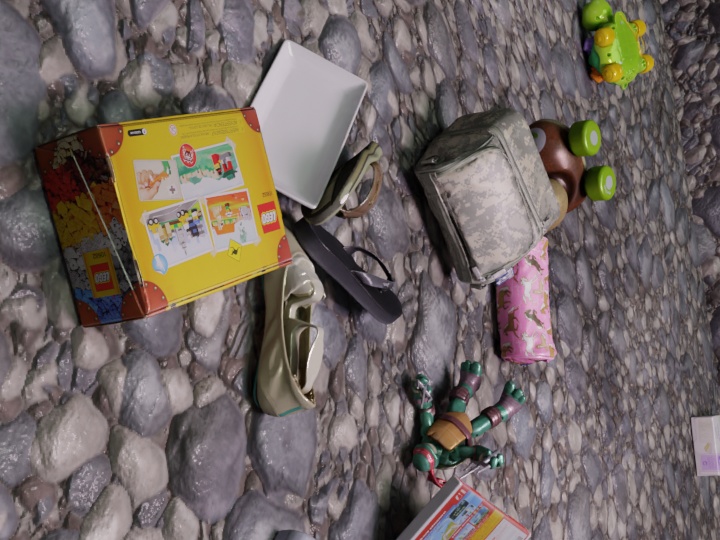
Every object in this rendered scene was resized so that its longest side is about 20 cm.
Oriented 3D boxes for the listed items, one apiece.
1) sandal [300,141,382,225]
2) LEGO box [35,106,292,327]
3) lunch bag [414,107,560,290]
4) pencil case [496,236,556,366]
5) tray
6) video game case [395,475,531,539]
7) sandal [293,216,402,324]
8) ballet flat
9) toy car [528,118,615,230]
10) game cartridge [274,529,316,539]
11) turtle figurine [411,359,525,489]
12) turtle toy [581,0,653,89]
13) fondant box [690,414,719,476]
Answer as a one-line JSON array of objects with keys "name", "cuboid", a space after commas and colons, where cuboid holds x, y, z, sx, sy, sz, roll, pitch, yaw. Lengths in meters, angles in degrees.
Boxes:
[{"name": "sandal", "cuboid": [-0.004, -0.092, 0.978, 0.058, 0.079, 0.201, 54, 25, -8]}, {"name": "LEGO box", "cuboid": [-0.158, -0.052, 0.767, 0.199, 0.076, 0.151, -23, 102, -57]}, {"name": "lunch bag", "cuboid": [0.166, -0.098, 1.232, 0.168, 0.139, 0.201, -42, 117, -34]}, {"name": "pencil case", "cuboid": [0.252, 0.042, 1.368, 0.086, 0.082, 0.203, 20, 65, -60]}, {"name": "tray", "cuboid": [-0.067, -0.155, 0.950, 0.107, 0.022, 0.201, 27, 53, -10]}, {"name": "video game case", "cuboid": [0.114, 0.334, 1.066, 0.143, 0.017, 0.200, -48, 134, -1]}, {"name": "sandal", "cuboid": [0.000, 0.000, 0.990, 0.200, 0.043, 0.076, 42, 14, -50]}, {"name": "ballet flat", "cuboid": [-0.064, 0.046, 0.899, 0.069, 0.069, 0.203, 23, 63, -52]}, {"name": "toy car", "cuboid": [0.273, -0.124, 1.388, 0.200, 0.163, 0.159, -48, 123, -35]}, {"name": "game cartridge", "cuboid": [-0.044, 0.360, 0.882, 0.134, 0.041, 0.201, -55, 127, -42]}, {"name": "turtle figurine", "cuboid": [0.117, 0.194, 1.116, 0.150, 0.101, 0.200, 42, 43, 13]}, {"name": "turtle toy", "cuboid": [0.531, -0.482, 1.902, 0.145, 0.101, 0.202, -20, 97, -33]}, {"name": "fondant box", "cuboid": [0.906, 0.445, 2.292, 0.199, 0.058, 0.146, 10, 75, -54]}]
